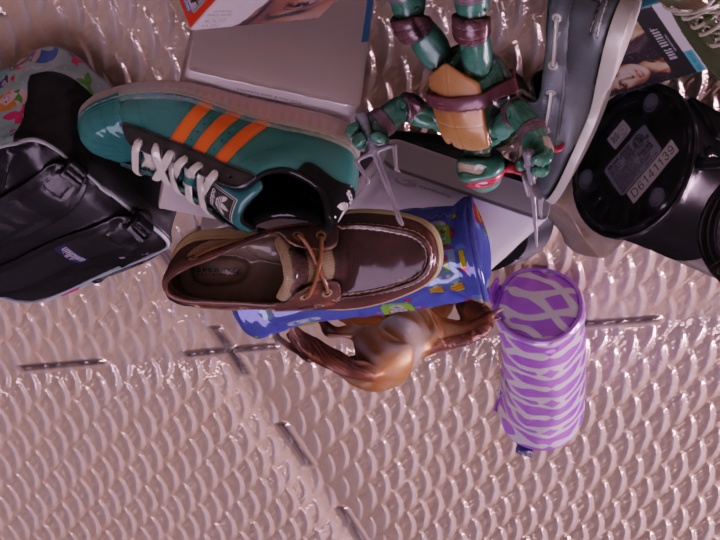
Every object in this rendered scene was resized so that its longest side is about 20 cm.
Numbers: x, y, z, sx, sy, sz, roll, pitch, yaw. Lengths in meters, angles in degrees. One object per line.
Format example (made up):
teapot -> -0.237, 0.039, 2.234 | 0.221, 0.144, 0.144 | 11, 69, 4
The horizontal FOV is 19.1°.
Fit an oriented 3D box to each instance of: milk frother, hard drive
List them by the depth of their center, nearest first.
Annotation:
milk frother -> 0.287, -0.035, 1.550 | 0.187, 0.201, 0.180 | 20, 137, -39
hard drive -> 0.054, -0.038, 1.661 | 0.131, 0.027, 0.200 | 18, 159, -9

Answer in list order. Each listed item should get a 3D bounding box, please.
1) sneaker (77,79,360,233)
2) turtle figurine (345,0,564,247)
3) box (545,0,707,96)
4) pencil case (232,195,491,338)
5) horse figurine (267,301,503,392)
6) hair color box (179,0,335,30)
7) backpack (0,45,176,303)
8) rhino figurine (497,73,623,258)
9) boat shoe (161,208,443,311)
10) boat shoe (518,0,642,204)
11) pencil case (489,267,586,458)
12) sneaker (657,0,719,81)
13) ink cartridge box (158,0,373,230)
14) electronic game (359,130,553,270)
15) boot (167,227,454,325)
sneaker -> -0.100, -0.074, 1.465 | 0.198, 0.080, 0.072 | 8, 146, 0
turtle figurine -> 0.063, -0.113, 1.447 | 0.149, 0.101, 0.201 | -4, 117, 25
box -> 0.235, -0.184, 1.494 | 0.199, 0.049, 0.082 | -14, 140, 29
pencil case -> 0.000, 0.000, 1.573 | 0.198, 0.079, 0.087 | -10, 160, 12
horse figurine -> 0.012, 0.049, 1.689 | 0.132, 0.200, 0.050 | 30, 119, 18
hair color box -> -0.029, -0.229, 1.350 | 0.110, 0.064, 0.200 | -11, 164, -36
backpack -> -0.256, -0.067, 1.678 | 0.199, 0.151, 0.177 | -27, 131, 31
rhino figurine -> 0.150, -0.083, 1.628 | 0.059, 0.088, 0.200 | -14, 140, 29
boat shoe -> -0.042, -0.001, 1.498 | 0.198, 0.072, 0.073 | -1, 103, 9
boat shoe -> 0.143, -0.128, 1.498 | 0.061, 0.073, 0.201 | 23, 141, 6
pencil case -> 0.156, 0.079, 1.881 | 0.085, 0.084, 0.201 | 24, 149, 19
sneaker -> 0.215, -0.186, 1.395 | 0.067, 0.090, 0.201 | -19, 113, 30
ink cartridge box -> -0.072, -0.125, 1.575 | 0.124, 0.129, 0.200 | 11, 147, -6
electronic game -> 0.058, -0.054, 1.731 | 0.198, 0.042, 0.200 | 10, 153, 5
boot -> -0.047, 0.014, 1.863 | 0.188, 0.069, 0.199 | -23, 148, 36
